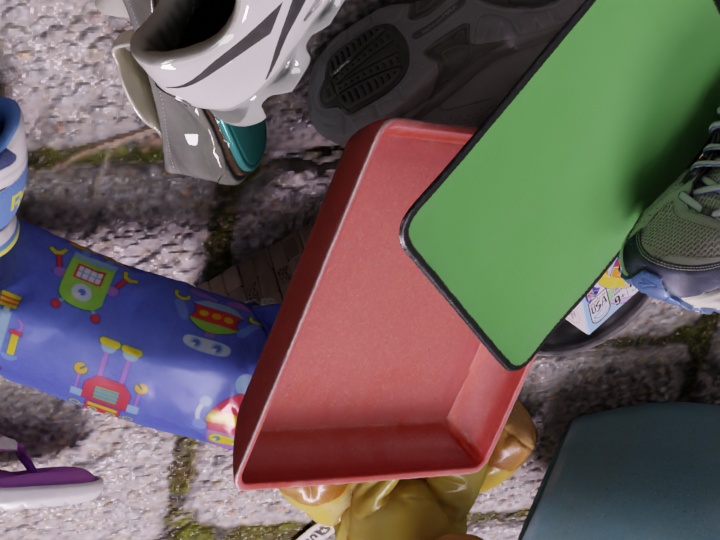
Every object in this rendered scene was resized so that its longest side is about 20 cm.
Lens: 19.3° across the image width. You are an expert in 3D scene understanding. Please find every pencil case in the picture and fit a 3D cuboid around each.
[{"bbox_3d":[-0.123,0.031,1.103,0.198,0.087,0.078,17,148,-5],"label":"pencil case"}]

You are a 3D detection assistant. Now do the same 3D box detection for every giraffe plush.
[{"bbox_3d":[0.031,0.175,1.282,0.171,0.163,0.201,9,132,-27],"label":"giraffe plush"}]

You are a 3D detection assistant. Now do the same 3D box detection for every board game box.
[{"bbox_3d":[0.166,-0.077,1.091,0.200,0.034,0.135,-40,141,-17],"label":"board game box"}]

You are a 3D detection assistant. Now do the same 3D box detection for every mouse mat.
[{"bbox_3d":[0.109,-0.056,1.010,0.200,0.008,0.161,-51,144,-6],"label":"mouse mat"}]

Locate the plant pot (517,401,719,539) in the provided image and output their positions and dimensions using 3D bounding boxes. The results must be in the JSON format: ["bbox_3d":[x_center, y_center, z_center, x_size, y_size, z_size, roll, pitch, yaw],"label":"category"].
[{"bbox_3d":[0.175,0.163,1.326,0.134,0.201,0.201,24,132,5],"label":"plant pot"}]

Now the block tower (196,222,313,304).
[{"bbox_3d":[0.000,0.000,1.167,0.199,0.058,0.054,-30,138,12],"label":"block tower"}]

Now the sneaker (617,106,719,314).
[{"bbox_3d":[0.191,-0.054,1.046,0.200,0.077,0.086,-39,142,-41],"label":"sneaker"}]

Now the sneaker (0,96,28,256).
[{"bbox_3d":[-0.251,-0.058,1.011,0.198,0.074,0.083,2,133,-31],"label":"sneaker"}]

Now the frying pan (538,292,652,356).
[{"bbox_3d":[0.108,0.029,1.231,0.114,0.031,0.191,15,118,-36],"label":"frying pan"}]

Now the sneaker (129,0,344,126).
[{"bbox_3d":[-0.033,-0.160,0.922,0.088,0.074,0.201,16,104,-58],"label":"sneaker"}]

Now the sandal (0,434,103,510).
[{"bbox_3d":[-0.243,0.109,1.200,0.201,0.082,0.050,3,92,-19],"label":"sandal"}]

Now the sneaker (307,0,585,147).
[{"bbox_3d":[0.074,-0.114,1.069,0.199,0.078,0.099,-26,147,20],"label":"sneaker"}]

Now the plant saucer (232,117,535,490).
[{"bbox_3d":[0.029,0.013,1.070,0.199,0.037,0.201,2,118,-49],"label":"plant saucer"}]

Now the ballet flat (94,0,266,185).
[{"bbox_3d":[-0.095,-0.118,1.007,0.063,0.068,0.201,7,139,19],"label":"ballet flat"}]
